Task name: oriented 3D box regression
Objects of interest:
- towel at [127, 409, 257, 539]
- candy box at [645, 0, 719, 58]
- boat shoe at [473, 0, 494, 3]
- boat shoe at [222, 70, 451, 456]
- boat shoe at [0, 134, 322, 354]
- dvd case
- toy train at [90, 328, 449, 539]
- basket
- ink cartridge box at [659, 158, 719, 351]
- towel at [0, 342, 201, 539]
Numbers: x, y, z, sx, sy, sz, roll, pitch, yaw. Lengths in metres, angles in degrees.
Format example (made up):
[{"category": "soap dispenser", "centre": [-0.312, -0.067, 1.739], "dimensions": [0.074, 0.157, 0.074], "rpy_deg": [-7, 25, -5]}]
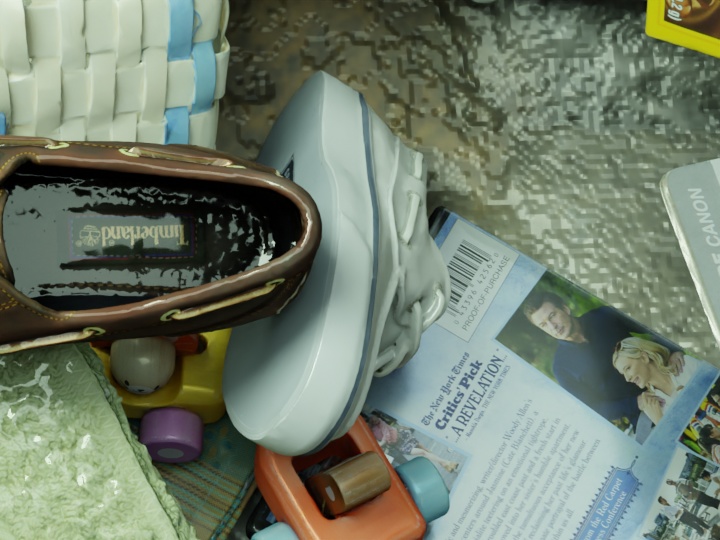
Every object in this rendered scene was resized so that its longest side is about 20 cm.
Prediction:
[{"category": "towel", "centre": [-0.118, 0.071, 0.984], "dimensions": [0.146, 0.022, 0.201], "rpy_deg": [29, 73, 4]}, {"category": "candy box", "centre": [0.151, -0.154, 0.938], "dimensions": [0.102, 0.201, 0.026], "rpy_deg": [19, 41, 23]}, {"category": "boat shoe", "centre": [0.060, -0.141, 1.048], "dimensions": [0.199, 0.062, 0.075], "rpy_deg": [8, 74, -6]}, {"category": "boat shoe", "centre": [0.000, 0.000, 0.948], "dimensions": [0.065, 0.074, 0.200], "rpy_deg": [30, 32, -16]}, {"category": "boat shoe", "centre": [-0.110, -0.010, 0.845], "dimensions": [0.199, 0.070, 0.071], "rpy_deg": [-6, 87, -13]}, {"category": "dvd case", "centre": [0.078, 0.085, 1.000], "dimensions": [0.199, 0.018, 0.143], "rpy_deg": [31, 72, 4]}, {"category": "toy train", "centre": [-0.075, 0.070, 0.936], "dimensions": [0.199, 0.056, 0.151], "rpy_deg": [-20, 69, -17]}, {"category": "basket", "centre": [-0.153, -0.081, 0.950], "dimensions": [0.199, 0.140, 0.177], "rpy_deg": [-10, 33, -13]}, {"category": "ink cartridge box", "centre": [0.202, 0.050, 0.974], "dimensions": [0.175, 0.084, 0.201], "rpy_deg": [-11, 68, -15]}, {"category": "towel", "centre": [-0.118, 0.109, 0.889], "dimensions": [0.148, 0.036, 0.201], "rpy_deg": [-31, 96, -6]}]
